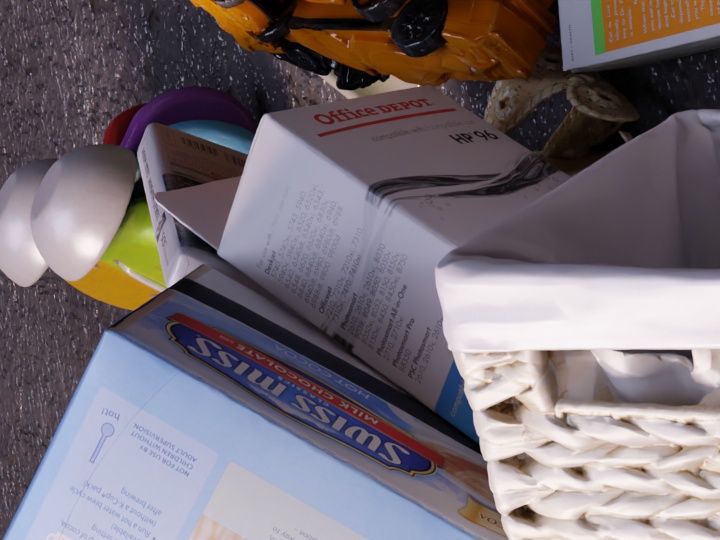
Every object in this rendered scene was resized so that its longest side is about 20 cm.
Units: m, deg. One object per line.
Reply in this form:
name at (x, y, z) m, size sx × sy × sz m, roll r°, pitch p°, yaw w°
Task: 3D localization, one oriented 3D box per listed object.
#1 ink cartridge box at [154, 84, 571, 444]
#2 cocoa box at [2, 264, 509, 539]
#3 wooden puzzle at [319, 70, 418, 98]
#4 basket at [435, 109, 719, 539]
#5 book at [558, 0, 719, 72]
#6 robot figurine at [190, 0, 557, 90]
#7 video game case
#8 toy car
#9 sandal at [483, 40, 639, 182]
ink cartridge box at (0.027, -0.014, 0.878) m, size 0.200 × 0.116 × 0.068 m, roll 35°, pitch 118°, yaw 27°
cocoa box at (-0.020, 0.109, 0.815) m, size 0.134 × 0.199 × 0.131 m, roll -62°, pitch -5°, yaw 14°
wooden puzzle at (-0.018, -0.198, 1.160) m, size 0.185 × 0.037 × 0.201 m, roll 43°, pitch 137°, yaw 50°
basket at (0.134, 0.026, 0.740) m, size 0.135 × 0.200 × 0.124 m, roll 1°, pitch 108°, yaw 34°
book at (0.143, -0.157, 0.848) m, size 0.200 × 0.048 × 0.134 m, roll -5°, pitch 92°, yaw 63°
robot figurine at (-0.011, -0.132, 0.985) m, size 0.200 × 0.145 × 0.058 m, roll 13°, pitch 69°, yaw 50°
video game case at (0.000, 0.000, 0.982) m, size 0.182 × 0.199 × 0.023 m, roll -115°, pitch 47°, yaw -67°
toy car at (-0.115, -0.037, 1.323) m, size 0.200 × 0.175 × 0.151 m, roll -7°, pitch 58°, yaw 64°
sandal at (0.076, -0.068, 0.982) m, size 0.212 × 0.077 × 0.070 m, roll -13°, pitch 95°, yaw 69°
